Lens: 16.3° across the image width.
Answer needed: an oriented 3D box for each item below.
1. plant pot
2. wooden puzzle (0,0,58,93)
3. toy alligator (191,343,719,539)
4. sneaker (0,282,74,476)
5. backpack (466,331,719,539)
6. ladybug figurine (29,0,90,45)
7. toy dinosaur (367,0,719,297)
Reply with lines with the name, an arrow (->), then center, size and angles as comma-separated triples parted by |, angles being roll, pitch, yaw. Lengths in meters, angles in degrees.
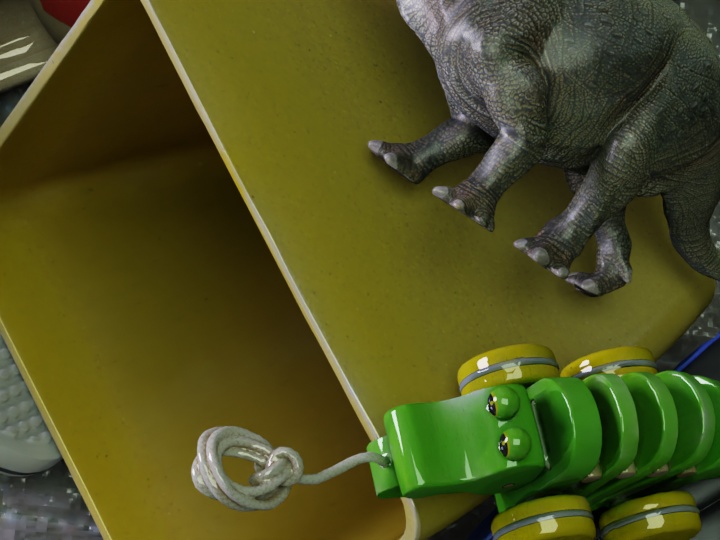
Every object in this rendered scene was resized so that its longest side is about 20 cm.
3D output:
plant pot -> 0.000, 0.000, 0.876 | 0.176, 0.200, 0.200 | -22, 79, -32
wooden puzzle -> -0.212, -0.134, 0.970 | 0.200, 0.037, 0.185 | -22, 80, -15
toy alligator -> 0.049, 0.049, 0.728 | 0.200, 0.054, 0.059 | 2, 65, -35
sneaker -> -0.198, 0.019, 0.917 | 0.200, 0.079, 0.078 | 36, 39, -19
backpack -> 0.123, 0.126, 0.868 | 0.200, 0.168, 0.163 | -38, 78, -17
ladybug figurine -> -0.056, -0.142, 0.900 | 0.136, 0.200, 0.072 | -8, 36, -21
toy dinosaur -> 0.071, -0.051, 0.769 | 0.200, 0.077, 0.102 | 31, 93, -17
